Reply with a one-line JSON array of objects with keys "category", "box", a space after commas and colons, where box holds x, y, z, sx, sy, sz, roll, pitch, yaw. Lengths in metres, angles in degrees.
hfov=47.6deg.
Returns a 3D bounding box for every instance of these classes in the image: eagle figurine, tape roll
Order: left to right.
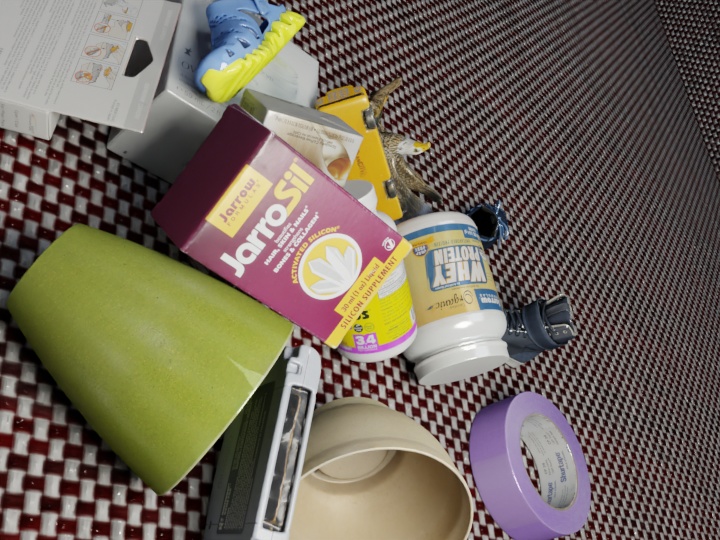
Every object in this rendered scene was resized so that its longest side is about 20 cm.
[{"category": "eagle figurine", "box": [0.041, -0.156, 1.169, 0.152, 0.151, 0.200, -24, 116, -19]}, {"category": "tape roll", "box": [0.241, 0.276, 1.150, 0.200, 0.066, 0.200, 28, 48, -36]}]

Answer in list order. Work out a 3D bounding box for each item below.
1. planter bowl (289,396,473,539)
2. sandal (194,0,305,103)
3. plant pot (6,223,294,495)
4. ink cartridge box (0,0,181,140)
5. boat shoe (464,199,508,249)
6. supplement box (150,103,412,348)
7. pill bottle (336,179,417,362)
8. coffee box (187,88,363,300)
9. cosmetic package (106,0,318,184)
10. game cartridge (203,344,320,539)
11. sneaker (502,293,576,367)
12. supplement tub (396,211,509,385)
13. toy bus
[{"category": "planter bowl", "box": [-0.002, 0.214, 0.822, 0.200, 0.200, 0.135, 39, 14, -26]}, {"category": "sandal", "box": [-0.130, -0.242, 0.851, 0.087, 0.079, 0.200, 44, 32, -15]}, {"category": "plant pot", "box": [-0.194, 0.058, 0.708, 0.200, 0.187, 0.187, 39, 40, -7]}, {"category": "ink cartridge box", "box": [-0.285, -0.213, 0.811, 0.176, 0.045, 0.200, 13, 52, -12]}, {"category": "boat shoe", "box": [0.201, -0.067, 1.328, 0.200, 0.069, 0.084, -30, 90, -54]}, {"category": "supplement box", "box": [-0.070, -0.038, 0.766, 0.200, 0.131, 0.103, 36, 2, -37]}, {"category": "pill bottle", "box": [0.000, 0.000, 0.955, 0.104, 0.104, 0.200, -52, 135, -52]}, {"category": "coffee box", "box": [-0.092, -0.073, 0.856, 0.114, 0.200, 0.080, 10, 22, -32]}, {"category": "cosmetic package", "box": [-0.160, -0.197, 0.944, 0.199, 0.123, 0.200, 29, 45, -36]}, {"category": "game cartridge", "box": [-0.094, 0.175, 0.750, 0.041, 0.133, 0.200, 19, 66, -20]}, {"category": "sneaker", "box": [0.228, 0.068, 1.208, 0.202, 0.146, 0.077, 27, 49, -35]}, {"category": "supplement tub", "box": [0.109, 0.038, 1.085, 0.145, 0.145, 0.200, 7, 61, -48]}, {"category": "toy bus", "box": [0.000, -0.142, 1.024, 0.078, 0.065, 0.200, -100, 172, -48]}]
